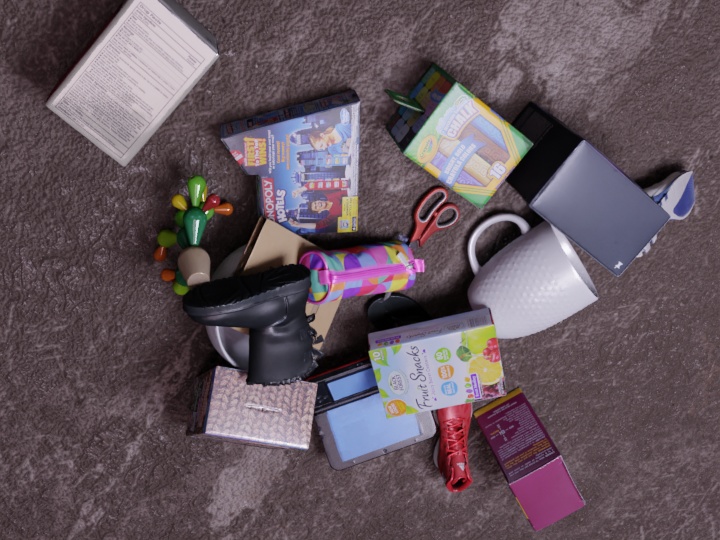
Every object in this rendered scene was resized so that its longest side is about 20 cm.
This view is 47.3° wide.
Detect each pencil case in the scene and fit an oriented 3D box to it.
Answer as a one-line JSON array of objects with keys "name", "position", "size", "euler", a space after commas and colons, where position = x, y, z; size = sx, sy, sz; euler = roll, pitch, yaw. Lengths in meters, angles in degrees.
[{"name": "pencil case", "position": [0.000, 0.000, 1.244], "size": [0.198, 0.088, 0.090], "euler": [-10, 123, -40]}]

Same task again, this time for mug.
[{"name": "mug", "position": [0.253, 0.004, 1.319], "size": [0.174, 0.148, 0.201], "euler": [-33, 88, 18]}]

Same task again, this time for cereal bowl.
[{"name": "cereal bowl", "position": [-0.158, 0.049, 1.255], "size": [0.198, 0.083, 0.203], "euler": [-15, 113, -40]}]

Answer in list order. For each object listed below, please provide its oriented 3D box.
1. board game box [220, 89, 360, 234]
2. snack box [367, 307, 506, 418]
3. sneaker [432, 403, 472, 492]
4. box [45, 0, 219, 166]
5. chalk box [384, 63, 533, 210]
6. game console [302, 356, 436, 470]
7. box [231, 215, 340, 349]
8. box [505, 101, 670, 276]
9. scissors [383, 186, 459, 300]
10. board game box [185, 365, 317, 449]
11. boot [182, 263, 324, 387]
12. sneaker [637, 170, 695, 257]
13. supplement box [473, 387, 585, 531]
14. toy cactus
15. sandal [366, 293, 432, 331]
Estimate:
[{"name": "board game box", "position": [-0.102, -0.155, 1.199], "size": [0.197, 0.062, 0.203], "euler": [-2, 118, -9]}, {"name": "snack box", "position": [0.122, 0.148, 1.298], "size": [0.197, 0.053, 0.144], "euler": [-12, 120, 6]}, {"name": "sneaker", "position": [0.175, 0.302, 1.453], "size": [0.077, 0.116, 0.203], "euler": [-8, 118, -7]}, {"name": "box", "position": [-0.295, -0.262, 1.078], "size": [0.128, 0.109, 0.200], "euler": [39, 103, -25]}, {"name": "chalk box", "position": [0.123, -0.207, 1.185], "size": [0.199, 0.125, 0.124], "euler": [33, 106, -25]}, {"name": "game console", "position": [0.017, 0.231, 1.377], "size": [0.197, 0.120, 0.173], "euler": [-19, 152, -2]}, {"name": "box", "position": [-0.108, 0.031, 1.225], "size": [0.199, 0.021, 0.165], "euler": [29, 83, -43]}, {"name": "box", "position": [0.318, -0.124, 1.224], "size": [0.199, 0.199, 0.124], "euler": [33, 106, -25]}, {"name": "scissors", "position": [0.080, -0.044, 1.313], "size": [0.073, 0.014, 0.200], "euler": [36, 101, -29]}, {"name": "board game box", "position": [-0.174, 0.219, 1.285], "size": [0.157, 0.200, 0.098], "euler": [13, 74, -17]}, {"name": "boot", "position": [-0.145, 0.088, 1.145], "size": [0.196, 0.073, 0.165], "euler": [-14, 122, -27]}, {"name": "sneaker", "position": [0.445, -0.104, 1.331], "size": [0.199, 0.115, 0.081], "euler": [-36, 125, -27]}, {"name": "supplement box", "position": [0.293, 0.327, 1.443], "size": [0.102, 0.201, 0.132], "euler": [-29, 118, 3]}, {"name": "toy cactus", "position": [-0.236, -0.029, 1.179], "size": [0.101, 0.166, 0.202], "euler": [12, 121, -28]}, {"name": "sandal", "position": [0.097, 0.104, 1.376], "size": [0.199, 0.048, 0.076], "euler": [34, 105, -23]}]
